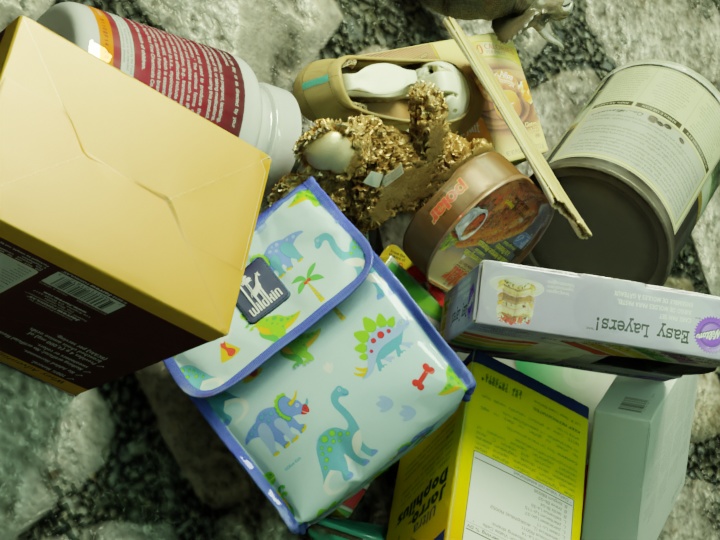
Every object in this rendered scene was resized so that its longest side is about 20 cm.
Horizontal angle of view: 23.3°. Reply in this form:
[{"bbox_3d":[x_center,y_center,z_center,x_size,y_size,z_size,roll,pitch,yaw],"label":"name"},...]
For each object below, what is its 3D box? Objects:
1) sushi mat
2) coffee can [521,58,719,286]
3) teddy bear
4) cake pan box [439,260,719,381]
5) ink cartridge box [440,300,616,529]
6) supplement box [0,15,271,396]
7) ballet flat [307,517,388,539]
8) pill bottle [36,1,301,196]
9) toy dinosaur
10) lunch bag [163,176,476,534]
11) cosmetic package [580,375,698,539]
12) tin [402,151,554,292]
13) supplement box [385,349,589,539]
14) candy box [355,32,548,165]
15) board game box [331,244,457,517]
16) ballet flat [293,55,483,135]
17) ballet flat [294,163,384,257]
[{"bbox_3d":[0.127,-0.115,1.421,0.201,0.012,0.096,63,11,28],"label":"sushi mat"},{"bbox_3d":[0.236,-0.078,1.546,0.147,0.146,0.200,54,42,-13],"label":"coffee can"},{"bbox_3d":[0.012,-0.082,1.343,0.199,0.146,0.067,-21,49,-32],"label":"teddy bear"},{"bbox_3d":[0.166,0.040,1.295,0.198,0.184,0.053,9,83,-6],"label":"cake pan box"},{"bbox_3d":[0.129,0.133,1.431,0.159,0.050,0.202,7,74,-17],"label":"ink cartridge box"},{"bbox_3d":[-0.202,-0.032,1.149,0.196,0.199,0.134,28,59,-29],"label":"supplement box"},{"bbox_3d":[0.047,0.237,1.359,0.198,0.067,0.071,11,94,-27],"label":"ballet flat"},{"bbox_3d":[-0.146,-0.117,1.282,0.199,0.113,0.114,14,68,-35],"label":"pill bottle"},{"bbox_3d":[0.086,-0.253,1.508,0.198,0.103,0.077,17,32,11],"label":"toy dinosaur"},{"bbox_3d":[-0.040,0.059,1.243,0.170,0.127,0.201,-37,81,-5],"label":"lunch bag"},{"bbox_3d":[0.232,0.148,1.441,0.200,0.051,0.152,-40,135,-60],"label":"cosmetic package"},{"bbox_3d":[0.094,-0.033,1.392,0.042,0.112,0.200,41,4,19],"label":"tin"},{"bbox_3d":[0.092,0.181,1.300,0.108,0.110,0.201,27,43,-14],"label":"supplement box"},{"bbox_3d":[0.064,-0.133,1.499,0.199,0.055,0.117,-16,86,-41],"label":"candy box"},{"bbox_3d":[0.007,0.082,1.353,0.095,0.030,0.201,44,64,-20],"label":"board game box"},{"bbox_3d":[0.039,-0.140,1.402,0.199,0.063,0.069,-6,80,-39],"label":"ballet flat"},{"bbox_3d":[0.000,0.000,1.417,0.067,0.046,0.201,-28,89,-14],"label":"ballet flat"}]
